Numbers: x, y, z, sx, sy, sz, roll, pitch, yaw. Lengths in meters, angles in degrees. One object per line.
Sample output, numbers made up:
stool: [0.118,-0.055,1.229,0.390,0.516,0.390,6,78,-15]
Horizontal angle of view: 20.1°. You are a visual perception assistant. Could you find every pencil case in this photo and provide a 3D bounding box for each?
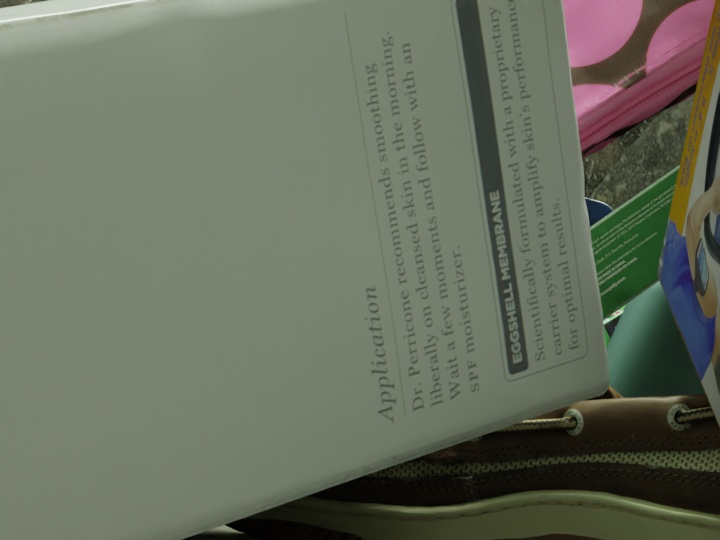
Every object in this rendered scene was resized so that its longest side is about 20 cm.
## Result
pencil case: [0.089,-0.077,0.718,0.094,0.200,0.091,53,-4,43]

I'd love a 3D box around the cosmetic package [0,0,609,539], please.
cosmetic package: [-0.080,-0.007,0.519,0.199,0.123,0.199,-14,10,-35]

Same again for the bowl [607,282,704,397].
bowl: [0.185,0.048,0.855,0.200,0.105,0.201,5,-1,0]

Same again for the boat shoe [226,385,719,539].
boat shoe: [0.051,0.047,0.582,0.202,0.075,0.075,4,-1,20]

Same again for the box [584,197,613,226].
box: [0.075,0.018,1.067,0.121,0.032,0.200,17,-31,19]

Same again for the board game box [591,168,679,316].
board game box: [0.082,0.005,0.747,0.200,0.029,0.135,-35,-4,-5]

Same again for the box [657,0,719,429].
box: [0.114,-0.001,0.460,0.041,0.119,0.200,5,28,-5]

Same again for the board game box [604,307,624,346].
board game box: [0.023,0.047,0.965,0.134,0.029,0.200,-26,17,-33]
